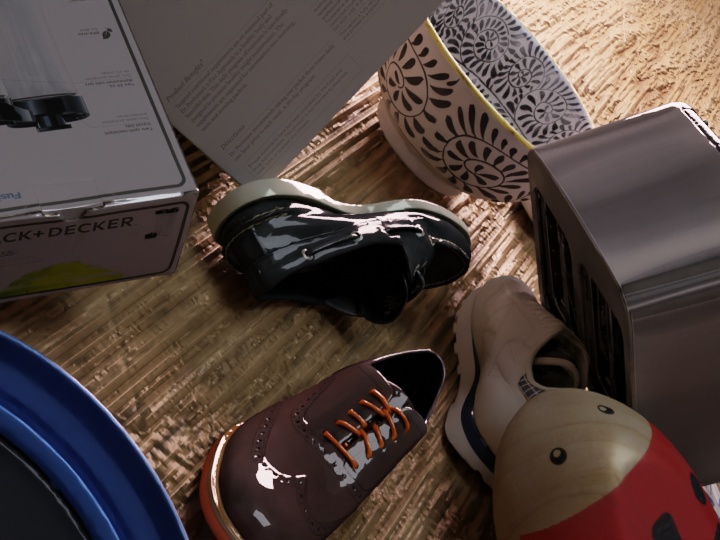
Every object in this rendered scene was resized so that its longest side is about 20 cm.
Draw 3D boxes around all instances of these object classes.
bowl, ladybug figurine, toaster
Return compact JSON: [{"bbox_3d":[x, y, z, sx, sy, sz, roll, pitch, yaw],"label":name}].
[{"bbox_3d":[0.074,-0.118,1.155,0.200,0.094,0.202,39,27,-24],"label":"bowl"},{"bbox_3d":[0.148,0.155,0.881,0.136,0.072,0.201,-43,110,-31],"label":"ladybug figurine"},{"bbox_3d":[-0.140,0.104,0.575,0.200,0.039,0.201,38,27,-24],"label":"bowl"},{"bbox_3d":[0.189,0.011,0.985,0.181,0.118,0.201,-114,-169,-50],"label":"toaster"}]

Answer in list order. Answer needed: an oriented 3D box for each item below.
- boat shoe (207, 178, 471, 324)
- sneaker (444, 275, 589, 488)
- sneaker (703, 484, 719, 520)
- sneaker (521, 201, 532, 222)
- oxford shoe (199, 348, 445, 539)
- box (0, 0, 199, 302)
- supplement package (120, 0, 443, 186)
[{"bbox_3d":[0.001,-0.001,0.916,0.199,0.074,0.067,15,44,-51],"label":"boat shoe"},{"bbox_3d":[0.106,0.057,1.004,0.076,0.080,0.201,39,25,-18],"label":"sneaker"},{"bbox_3d":[0.211,0.167,1.034,0.088,0.075,0.201,37,30,-35],"label":"sneaker"},{"bbox_3d":[0.200,-0.063,1.322,0.199,0.085,0.073,3,53,-56],"label":"sneaker"},{"bbox_3d":[-0.014,0.081,0.776,0.071,0.072,0.200,50,25,0],"label":"oxford shoe"},{"bbox_3d":[-0.161,-0.085,0.722,0.116,0.060,0.201,-11,58,-27],"label":"box"},{"bbox_3d":[-0.070,-0.191,0.891,0.200,0.191,0.147,41,12,-19],"label":"supplement package"}]
